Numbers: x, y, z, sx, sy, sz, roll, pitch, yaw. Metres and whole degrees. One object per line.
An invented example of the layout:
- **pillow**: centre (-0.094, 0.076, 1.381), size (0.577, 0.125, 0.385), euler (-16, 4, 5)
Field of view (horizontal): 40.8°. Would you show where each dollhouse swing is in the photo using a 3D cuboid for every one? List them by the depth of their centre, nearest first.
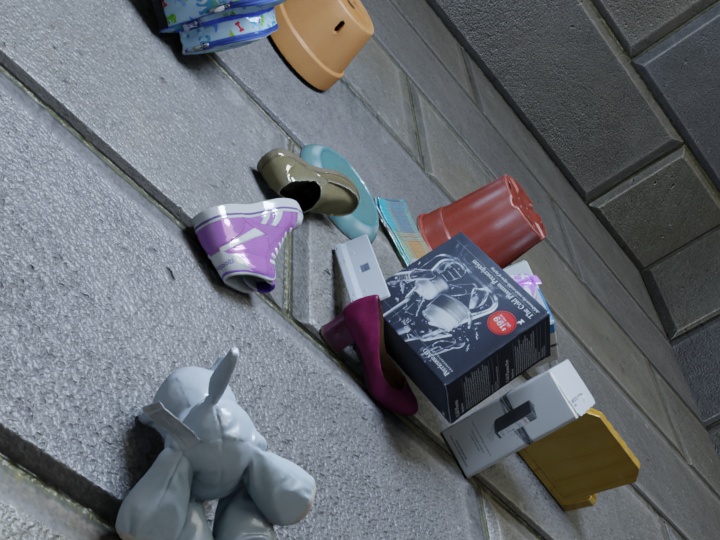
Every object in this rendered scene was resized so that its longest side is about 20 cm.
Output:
- **dollhouse swing**: centre (0.381, 0.294, 1.726), size (0.200, 0.175, 0.182), euler (51, 22, -13)

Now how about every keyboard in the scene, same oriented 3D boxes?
- **keyboard**: centre (0.000, 0.000, 1.417), size (0.200, 0.056, 0.011), euler (-109, -179, -61)

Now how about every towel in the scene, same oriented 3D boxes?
- **towel**: centre (0.094, -0.047, 1.789), size (0.201, 0.022, 0.147), euler (62, 22, 12)

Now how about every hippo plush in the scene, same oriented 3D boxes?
- **hippo plush**: centre (-0.152, 0.160, 0.855), size (0.161, 0.159, 0.201), euler (34, -26, 60)

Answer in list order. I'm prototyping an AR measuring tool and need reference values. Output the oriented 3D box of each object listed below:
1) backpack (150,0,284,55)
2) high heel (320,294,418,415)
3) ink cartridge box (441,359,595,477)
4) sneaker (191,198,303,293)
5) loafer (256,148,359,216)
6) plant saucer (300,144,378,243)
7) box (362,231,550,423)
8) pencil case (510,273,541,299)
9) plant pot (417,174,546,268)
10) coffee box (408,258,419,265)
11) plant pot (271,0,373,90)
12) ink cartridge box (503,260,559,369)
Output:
- **backpack**: centre (-0.191, -0.405, 1.424), size (0.183, 0.199, 0.148), euler (-67, 141, -67)
- **high heel**: centre (0.041, 0.121, 1.333), size (0.200, 0.096, 0.068), euler (45, 24, -28)
- **ink cartridge box**: centre (0.245, 0.225, 1.489), size (0.084, 0.200, 0.144), euler (61, 21, 10)
- **sneaker**: centre (-0.126, -0.026, 1.226), size (0.200, 0.073, 0.115), euler (-16, 78, -57)
- **loafer**: centre (-0.074, -0.117, 1.459), size (0.200, 0.076, 0.068), euler (19, 43, -44)
- **plant saucer**: centre (-0.027, -0.135, 1.641), size (0.200, 0.027, 0.201), euler (46, 24, -28)
- **box**: centre (0.136, 0.077, 1.368), size (0.200, 0.182, 0.104), euler (46, -18, 36)
- **pencil case**: centre (0.224, 0.045, 1.747), size (0.199, 0.086, 0.084), euler (-3, 43, -30)
- **plant pot**: centre (0.250, -0.078, 1.933), size (0.201, 0.195, 0.201), euler (46, 24, -27)
- **coffee box**: centre (0.125, 0.053, 1.564), size (0.200, 0.112, 0.080), euler (-65, 153, -65)
- **plant pot**: centre (-0.070, -0.465, 1.834), size (0.200, 0.140, 0.200), euler (45, 25, -27)
- **ink cartridge box**: centre (0.327, 0.095, 1.931), size (0.200, 0.083, 0.146), euler (62, 7, -61)
